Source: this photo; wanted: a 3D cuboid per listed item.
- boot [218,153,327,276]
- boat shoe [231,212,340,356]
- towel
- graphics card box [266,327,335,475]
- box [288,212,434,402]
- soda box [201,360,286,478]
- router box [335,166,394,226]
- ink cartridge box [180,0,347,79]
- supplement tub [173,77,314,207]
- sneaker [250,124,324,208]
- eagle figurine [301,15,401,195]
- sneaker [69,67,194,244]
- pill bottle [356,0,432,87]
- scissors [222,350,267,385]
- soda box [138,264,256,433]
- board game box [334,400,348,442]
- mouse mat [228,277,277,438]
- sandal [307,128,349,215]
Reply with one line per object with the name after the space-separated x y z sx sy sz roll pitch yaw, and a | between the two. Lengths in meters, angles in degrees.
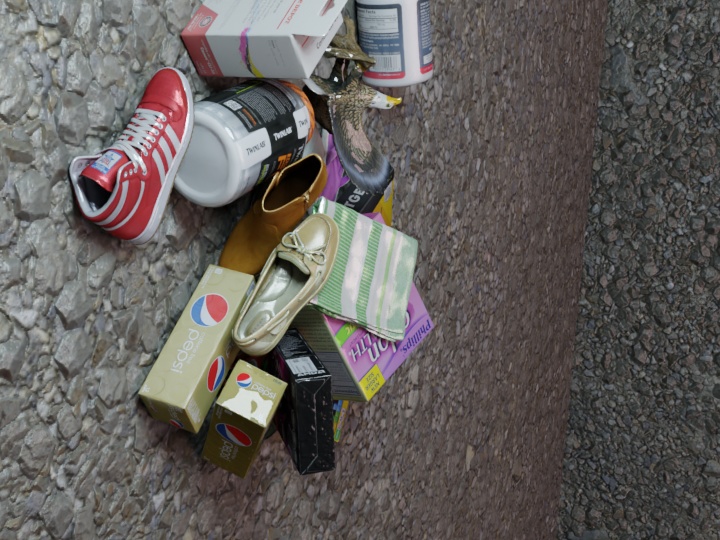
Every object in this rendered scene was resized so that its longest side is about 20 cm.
-0.118 -0.067 1.203 0.202 0.071 0.144 -48 178 0 | boot
-0.092 0.012 1.179 0.202 0.073 0.063 -54 167 -11 | boat shoe
0.000 0.000 1.291 0.198 0.023 0.155 23 72 -41 | towel
-0.080 0.163 1.228 0.200 0.050 0.128 -141 -132 -68 | graphics card box
-0.012 0.052 1.358 0.176 0.096 0.202 -43 117 -37 | box
-0.150 0.193 1.207 0.201 0.067 0.065 115 1 -58 | soda box
-0.009 -0.058 1.533 0.151 0.050 0.201 90 25 -42 | router box
-0.100 -0.292 1.146 0.117 0.197 0.068 -64 148 -32 | ink cartridge box
-0.144 -0.165 1.179 0.200 0.121 0.124 -41 132 -53 | supplement tub
-0.092 -0.116 1.354 0.085 0.072 0.202 61 42 -47 | sneaker
-0.016 -0.217 1.308 0.152 0.149 0.202 -54 160 -48 | eagle figurine
-0.246 -0.137 1.033 0.112 0.070 0.203 26 75 -66 | sneaker
0.053 -0.406 1.525 0.119 0.118 0.203 -41 133 -53 | pill bottle
-0.122 0.104 1.324 0.198 0.014 0.074 -16 98 -45 | scissors
-0.196 0.095 1.192 0.064 0.067 0.202 80 29 -53 | soda box
-0.076 0.138 1.431 0.165 0.056 0.203 30 69 -47 | board game box
-0.123 0.112 1.335 0.161 0.007 0.202 -39 117 -38 | mouse mat
-0.032 -0.169 1.489 0.082 0.049 0.206 24 77 -63 | sandal
